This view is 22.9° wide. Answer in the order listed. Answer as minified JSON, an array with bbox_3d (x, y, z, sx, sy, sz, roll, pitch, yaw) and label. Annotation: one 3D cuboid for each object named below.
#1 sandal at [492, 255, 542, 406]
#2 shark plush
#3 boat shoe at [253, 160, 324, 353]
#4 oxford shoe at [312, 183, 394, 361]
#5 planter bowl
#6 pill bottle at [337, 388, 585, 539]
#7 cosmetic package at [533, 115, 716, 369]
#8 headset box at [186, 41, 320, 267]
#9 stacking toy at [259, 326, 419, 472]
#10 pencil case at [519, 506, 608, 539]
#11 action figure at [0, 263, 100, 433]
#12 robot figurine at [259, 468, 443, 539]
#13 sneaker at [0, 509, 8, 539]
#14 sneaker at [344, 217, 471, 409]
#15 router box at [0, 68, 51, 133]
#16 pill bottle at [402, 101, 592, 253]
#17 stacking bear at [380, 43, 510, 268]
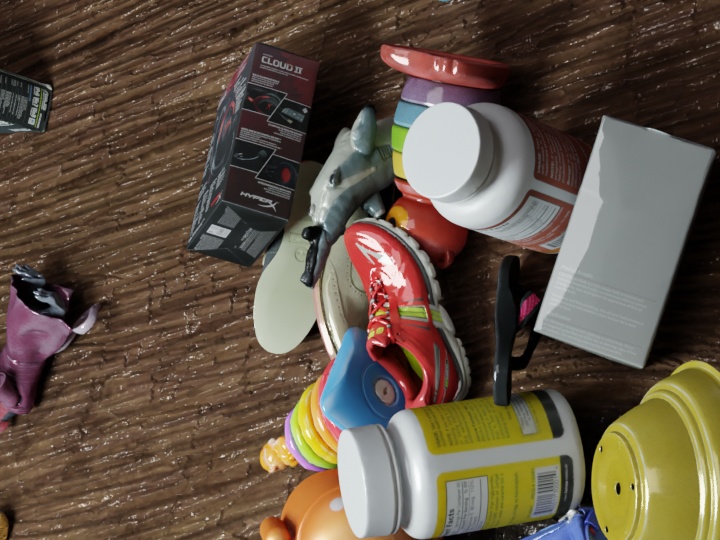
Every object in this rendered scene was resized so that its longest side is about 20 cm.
[{"bbox_3d":[0.144,0.055,1.604,0.045,0.201,0.076,-1,120,7],"label":"sandal"},{"bbox_3d":[-0.001,-0.075,1.735,0.091,0.083,0.201,-43,17,57],"label":"shark plush"},{"bbox_3d":[-0.068,-0.014,1.837,0.063,0.070,0.202,-179,99,-82],"label":"boat shoe"},{"bbox_3d":[0.000,0.000,1.772,0.073,0.071,0.202,-8,76,32],"label":"oxford shoe"},{"bbox_3d":[0.243,0.177,1.458,0.200,0.083,0.203,179,90,-75],"label":"planter bowl"},{"bbox_3d":[0.087,0.172,1.564,0.114,0.198,0.116,174,90,-76],"label":"pill bottle"},{"bbox_3d":[0.231,-0.025,1.554,0.106,0.090,0.202,20,90,10],"label":"cosmetic package"},{"bbox_3d":[-0.108,-0.125,1.821,0.149,0.074,0.202,135,148,-63],"label":"headset box"},{"bbox_3d":[-0.035,0.156,1.748,0.200,0.110,0.117,-35,24,42],"label":"stacking toy"},{"bbox_3d":[0.151,0.274,1.578,0.199,0.078,0.087,-30,92,31],"label":"pencil case"},{"bbox_3d":[-0.388,0.102,2.072,0.148,0.134,0.202,16,107,-1],"label":"action figure"},{"bbox_3d":[-0.009,0.249,1.662,0.117,0.144,0.200,-49,11,-6],"label":"robot figurine"},{"bbox_3d":[-0.491,0.338,2.097,0.200,0.075,0.088,-51,53,18],"label":"sneaker"},{"bbox_3d":[0.034,0.044,1.679,0.077,0.085,0.201,-35,81,50],"label":"sneaker"},{"bbox_3d":[-0.499,-0.213,2.175,0.199,0.149,0.063,3,82,40],"label":"router box"},{"bbox_3d":[0.129,-0.086,1.598,0.111,0.199,0.113,-10,74,37],"label":"pill bottle"},{"bbox_3d":[0.075,-0.105,1.708,0.121,0.113,0.202,20,104,49],"label":"stacking bear"}]
